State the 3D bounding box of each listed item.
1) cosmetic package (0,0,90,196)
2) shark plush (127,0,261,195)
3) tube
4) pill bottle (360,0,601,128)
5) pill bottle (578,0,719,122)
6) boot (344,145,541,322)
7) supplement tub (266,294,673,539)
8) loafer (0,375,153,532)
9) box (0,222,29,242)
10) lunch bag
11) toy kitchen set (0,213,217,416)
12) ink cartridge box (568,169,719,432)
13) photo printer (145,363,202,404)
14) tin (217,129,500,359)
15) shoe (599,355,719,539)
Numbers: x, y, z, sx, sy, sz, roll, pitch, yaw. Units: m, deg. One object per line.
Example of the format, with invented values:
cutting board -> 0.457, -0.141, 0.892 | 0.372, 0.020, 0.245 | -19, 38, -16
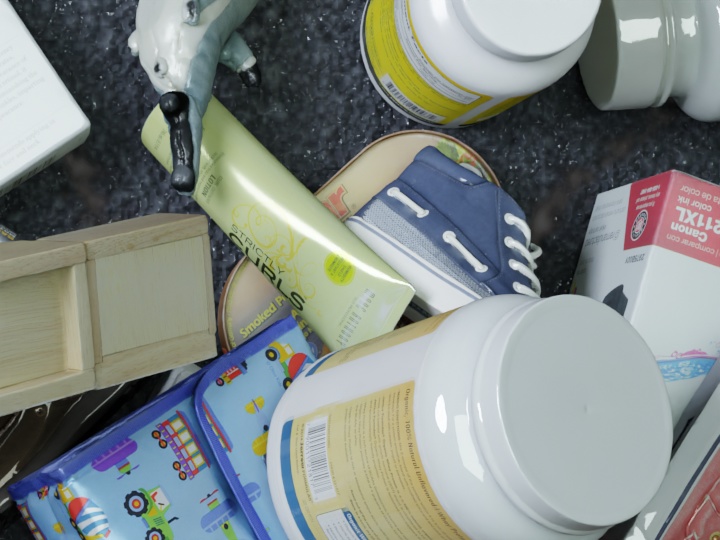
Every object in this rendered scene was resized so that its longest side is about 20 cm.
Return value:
cosmetic package -> -0.254, -0.135, 1.700 | 0.101, 0.074, 0.201 | -33, 91, -13
shark plush -> -0.083, -0.139, 1.708 | 0.083, 0.091, 0.201 | 29, 39, -32
tube -> -0.048, -0.028, 1.705 | 0.052, 0.058, 0.200 | -40, 70, -10
pill bottle -> 0.073, -0.152, 1.710 | 0.112, 0.200, 0.113 | 1, 84, -13
pill bottle -> 0.239, -0.150, 1.792 | 0.199, 0.114, 0.115 | -6, 86, -13
boot -> 0.081, 0.006, 1.694 | 0.200, 0.073, 0.090 | 37, 74, 23
supplement tub -> 0.058, 0.095, 1.580 | 0.144, 0.200, 0.146 | 12, 70, -35
loafer -> -0.192, 0.083, 1.701 | 0.071, 0.073, 0.200 | 43, 72, 5
box -> -0.290, 0.036, 1.652 | 0.158, 0.048, 0.201 | 33, 100, -8
lunch bag -> -0.071, 0.132, 1.648 | 0.199, 0.094, 0.151 | -33, 94, -27
toy kitchen set -> -0.209, 0.060, 1.598 | 0.180, 0.199, 0.164 | -15, 104, -50
ink cartridge box -> 0.172, 0.054, 1.740 | 0.082, 0.146, 0.201 | 19, 81, -12
photo printer -> -0.065, 0.171, 1.715 | 0.199, 0.069, 0.167 | 31, 79, -9
tin -> 0.000, 0.000, 1.763 | 0.200, 0.042, 0.112 | -41, 98, -13
shoe -> 0.200, 0.139, 1.627 | 0.091, 0.071, 0.201 | 35, 74, -3
